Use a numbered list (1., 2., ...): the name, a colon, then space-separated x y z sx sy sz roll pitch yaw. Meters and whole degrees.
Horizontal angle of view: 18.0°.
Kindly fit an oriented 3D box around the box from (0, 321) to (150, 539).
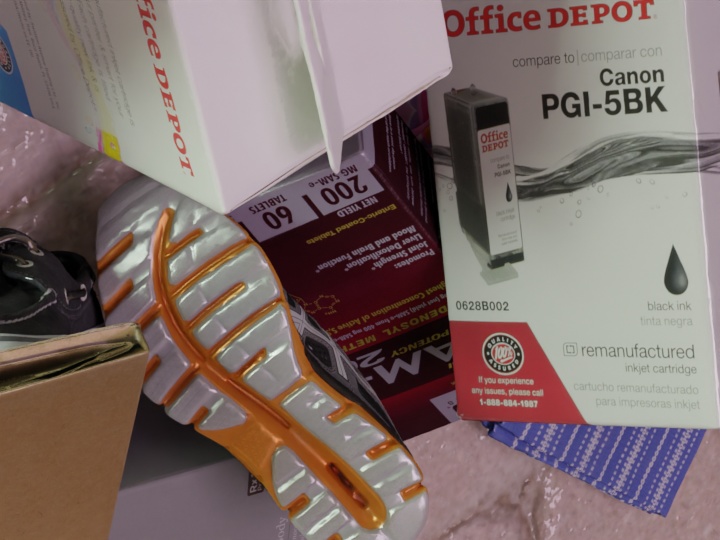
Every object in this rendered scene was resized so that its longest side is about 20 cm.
1. box: -0.169 0.107 0.868 0.163 0.021 0.201 -15 143 -28

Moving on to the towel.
1. towel: 0.151 0.055 1.321 0.200 0.024 0.146 29 85 -48

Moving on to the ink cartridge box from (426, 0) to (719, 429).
1. ink cartridge box: 0.110 -0.037 1.008 0.083 0.146 0.202 -13 99 -49

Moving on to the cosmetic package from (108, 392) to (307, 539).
1. cosmetic package: -0.107 0.121 1.055 0.199 0.090 0.108 -16 122 -42

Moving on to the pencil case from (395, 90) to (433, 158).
1. pencil case: 0.076 -0.076 1.144 0.199 0.087 0.088 17 97 -47

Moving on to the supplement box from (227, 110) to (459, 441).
1. supplement box: 0.000 0.000 1.080 0.108 0.061 0.200 -22 138 19

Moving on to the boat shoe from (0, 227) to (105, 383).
1. boat shoe: -0.142 0.016 0.929 0.200 0.069 0.067 -10 90 -81

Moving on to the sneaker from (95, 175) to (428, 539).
1. sneaker: -0.047 0.042 1.008 0.078 0.077 0.200 -35 101 8

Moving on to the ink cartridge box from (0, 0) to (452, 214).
1. ink cartridge box: -0.064 -0.123 0.899 0.125 0.199 0.129 -34 129 -28
